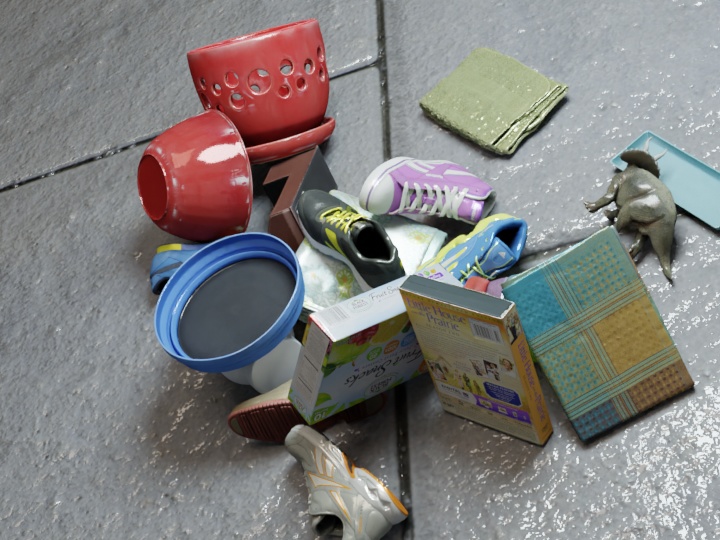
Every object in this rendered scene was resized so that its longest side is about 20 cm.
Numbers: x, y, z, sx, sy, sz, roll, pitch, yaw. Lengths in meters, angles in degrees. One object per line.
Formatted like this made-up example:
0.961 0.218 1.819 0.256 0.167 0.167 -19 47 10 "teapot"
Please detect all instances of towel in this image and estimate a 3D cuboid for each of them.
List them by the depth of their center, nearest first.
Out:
0.262 0.070 1.488 0.147 0.022 0.200 -28 86 4 "towel"
0.000 0.000 1.722 0.171 0.048 0.200 24 60 7 "towel"
0.186 -0.243 1.907 0.148 0.036 0.200 -43 44 -11 "towel"

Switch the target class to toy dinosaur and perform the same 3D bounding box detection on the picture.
0.339 -0.078 1.623 0.102 0.077 0.200 -44 38 25 "toy dinosaur"

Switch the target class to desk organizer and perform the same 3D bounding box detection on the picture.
-0.095 -0.091 1.856 0.077 0.072 0.200 -18 24 19 "desk organizer"

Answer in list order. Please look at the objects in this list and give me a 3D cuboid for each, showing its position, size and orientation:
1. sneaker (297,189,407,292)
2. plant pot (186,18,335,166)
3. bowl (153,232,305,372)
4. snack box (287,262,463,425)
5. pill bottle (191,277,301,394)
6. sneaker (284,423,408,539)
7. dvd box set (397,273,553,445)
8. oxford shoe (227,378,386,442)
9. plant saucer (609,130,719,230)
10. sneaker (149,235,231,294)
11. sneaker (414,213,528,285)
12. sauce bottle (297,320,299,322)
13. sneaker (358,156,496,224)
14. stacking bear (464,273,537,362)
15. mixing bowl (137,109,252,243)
-0.006 -0.048 1.671 0.074 0.085 0.200 -35 60 -21 "sneaker"
-0.136 -0.262 1.972 0.200 0.183 0.200 -16 14 4 "plant pot"
-0.160 0.041 1.669 0.201 0.039 0.201 -15 47 17 "bowl"
0.017 0.084 1.556 0.200 0.142 0.053 -21 54 -35 "snack box"
-0.156 0.079 1.744 0.112 0.112 0.200 -41 43 -11 "pill bottle"
-0.039 0.253 1.546 0.092 0.076 0.200 -47 43 -10 "sneaker"
0.130 0.100 1.495 0.146 0.200 0.029 15 50 40 "dvd box set"
-0.067 0.158 1.657 0.200 0.070 0.075 -12 42 5 "oxford shoe"
0.402 -0.112 1.674 0.070 0.019 0.200 -39 42 -8 "plant saucer"
-0.209 0.000 1.892 0.200 0.066 0.078 -6 60 25 "sneaker"
0.132 -0.005 1.656 0.200 0.076 0.105 -46 5 -17 "sneaker"
-0.037 -0.013 1.797 0.065 0.065 0.200 24 64 42 "sauce bottle"
0.098 -0.098 1.736 0.200 0.073 0.114 -14 37 -43 "sneaker"
0.226 0.057 1.554 0.200 0.121 0.114 -2 45 17 "stacking bear"
-0.250 -0.125 1.908 0.108 0.200 0.200 -10 31 -33 "mixing bowl"
